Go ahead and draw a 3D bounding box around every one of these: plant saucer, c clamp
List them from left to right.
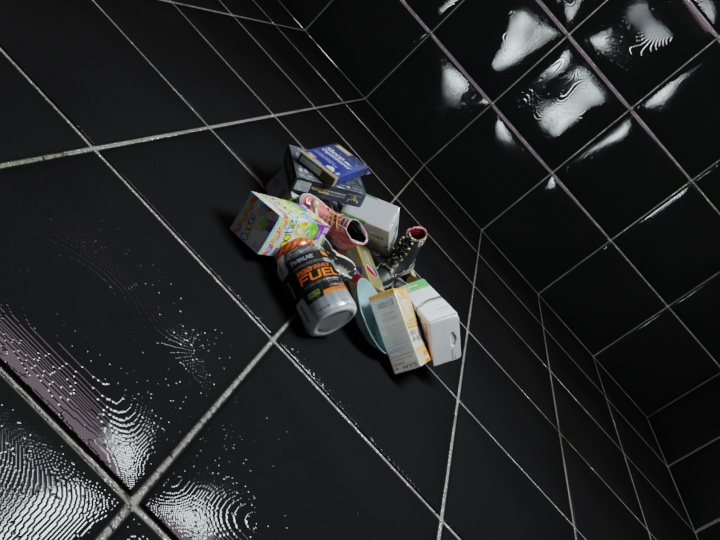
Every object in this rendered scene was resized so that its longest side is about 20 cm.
[{"bbox_3d":[0.023,0.118,1.546,0.201,0.039,0.201,56,21,-34],"label":"plant saucer"},{"bbox_3d":[0.093,-0.014,1.945,0.171,0.027,0.200,34,18,10],"label":"c clamp"}]

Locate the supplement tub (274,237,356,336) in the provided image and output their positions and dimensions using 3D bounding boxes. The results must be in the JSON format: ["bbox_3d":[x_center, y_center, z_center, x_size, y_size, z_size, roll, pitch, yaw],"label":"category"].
[{"bbox_3d":[-0.104,0.033,1.364,0.122,0.122,0.200,11,43,-59],"label":"supplement tub"}]

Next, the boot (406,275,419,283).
[{"bbox_3d":[0.220,0.119,1.937,0.146,0.070,0.200,24,42,-44],"label":"boot"}]

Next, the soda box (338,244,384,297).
[{"bbox_3d":[0.000,0.000,1.704,0.064,0.068,0.200,30,28,-40],"label":"soda box"}]

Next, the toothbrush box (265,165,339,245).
[{"bbox_3d":[-0.147,-0.163,1.669,0.200,0.086,0.146,35,25,-36],"label":"toothbrush box"}]

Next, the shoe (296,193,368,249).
[{"bbox_3d":[-0.067,-0.127,1.573,0.200,0.091,0.072,44,59,-32],"label":"shoe"}]

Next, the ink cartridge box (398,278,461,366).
[{"bbox_3d":[0.181,0.135,1.652,0.200,0.084,0.146,-129,-154,-58],"label":"ink cartridge box"}]

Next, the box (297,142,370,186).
[{"bbox_3d":[-0.060,-0.283,1.641,0.121,0.032,0.200,39,33,15],"label":"box"}]

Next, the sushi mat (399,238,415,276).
[{"bbox_3d":[0.163,0.000,1.996,0.096,0.012,0.200,-80,150,-67],"label":"sushi mat"}]

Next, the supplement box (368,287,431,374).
[{"bbox_3d":[0.100,0.146,1.552,0.200,0.073,0.126,71,17,6],"label":"supplement box"}]

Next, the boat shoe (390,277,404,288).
[{"bbox_3d":[0.146,0.082,1.855,0.072,0.065,0.200,32,24,-31],"label":"boat shoe"}]

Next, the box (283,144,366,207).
[{"bbox_3d":[-0.095,-0.248,1.642,0.200,0.051,0.158,11,38,-25],"label":"box"}]

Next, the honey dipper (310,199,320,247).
[{"bbox_3d":[-0.103,-0.074,1.520,0.038,0.038,0.200,-4,91,-65],"label":"honey dipper"}]

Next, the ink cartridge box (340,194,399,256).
[{"bbox_3d":[0.029,-0.131,1.776,0.146,0.084,0.200,23,-16,8],"label":"ink cartridge box"}]

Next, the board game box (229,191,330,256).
[{"bbox_3d":[-0.180,-0.097,1.429,0.103,0.105,0.200,40,16,26],"label":"board game box"}]

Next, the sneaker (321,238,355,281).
[{"bbox_3d":[-0.099,-0.045,1.610,0.200,0.077,0.085,43,1,-18],"label":"sneaker"}]

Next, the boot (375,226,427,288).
[{"bbox_3d":[0.102,-0.038,1.784,0.073,0.154,0.203,43,45,21],"label":"boot"}]

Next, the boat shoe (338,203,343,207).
[{"bbox_3d":[-0.022,-0.214,1.942,0.200,0.066,0.072,39,0,45],"label":"boat shoe"}]
